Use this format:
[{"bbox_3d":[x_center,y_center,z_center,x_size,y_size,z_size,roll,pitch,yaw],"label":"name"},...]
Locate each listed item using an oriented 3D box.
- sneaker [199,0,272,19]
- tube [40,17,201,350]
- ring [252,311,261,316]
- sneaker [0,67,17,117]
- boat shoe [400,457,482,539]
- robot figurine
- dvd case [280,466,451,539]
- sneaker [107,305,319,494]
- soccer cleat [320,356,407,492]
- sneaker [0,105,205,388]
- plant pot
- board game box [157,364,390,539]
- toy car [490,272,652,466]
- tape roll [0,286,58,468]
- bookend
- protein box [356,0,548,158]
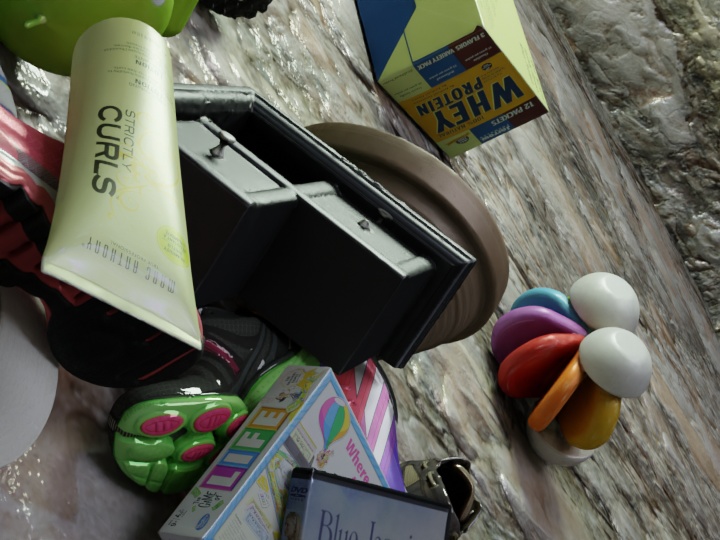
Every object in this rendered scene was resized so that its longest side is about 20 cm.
[{"bbox_3d":[-0.130,-0.277,1.145,0.200,0.066,0.091,37,37,-53],"label":"sneaker"},{"bbox_3d":[-0.106,-0.045,0.661,0.201,0.057,0.052,-101,-174,-51],"label":"tube"},{"bbox_3d":[-0.041,0.120,1.006,0.201,0.019,0.202,54,23,-36],"label":"ring"},{"bbox_3d":[-0.210,-0.155,0.717,0.201,0.104,0.076,57,21,-26],"label":"sneaker"},{"bbox_3d":[0.057,0.180,1.102,0.200,0.073,0.075,-29,98,-80],"label":"boat shoe"},{"bbox_3d":[-0.170,-0.202,0.866,0.175,0.115,0.202,24,45,-41],"label":"robot figurine"},{"bbox_3d":[-0.005,0.221,0.820,0.142,0.017,0.202,23,72,-49],"label":"dvd case"},{"bbox_3d":[-0.097,0.069,0.855,0.084,0.077,0.200,39,19,11],"label":"sneaker"},{"bbox_3d":[-0.009,0.125,0.962,0.073,0.068,0.202,8,63,-64],"label":"soccer cleat"},{"bbox_3d":[-0.137,-0.019,0.700,0.200,0.073,0.087,49,24,-44],"label":"sneaker"},{"bbox_3d":[0.000,0.000,1.045,0.202,0.199,0.093,55,49,-31],"label":"plant pot"},{"bbox_3d":[-0.024,0.175,0.838,0.135,0.034,0.201,-51,128,-39],"label":"board game box"},{"bbox_3d":[0.211,0.097,1.568,0.149,0.176,0.201,19,38,-15],"label":"toy car"},{"bbox_3d":[-0.209,0.001,0.649,0.203,0.037,0.204,55,21,-33],"label":"tape roll"},{"bbox_3d":[-0.053,-0.021,0.885,0.198,0.093,0.200,38,15,11],"label":"bookend"},{"bbox_3d":[0.099,-0.276,1.674,0.200,0.134,0.200,38,34,-55],"label":"protein box"}]
